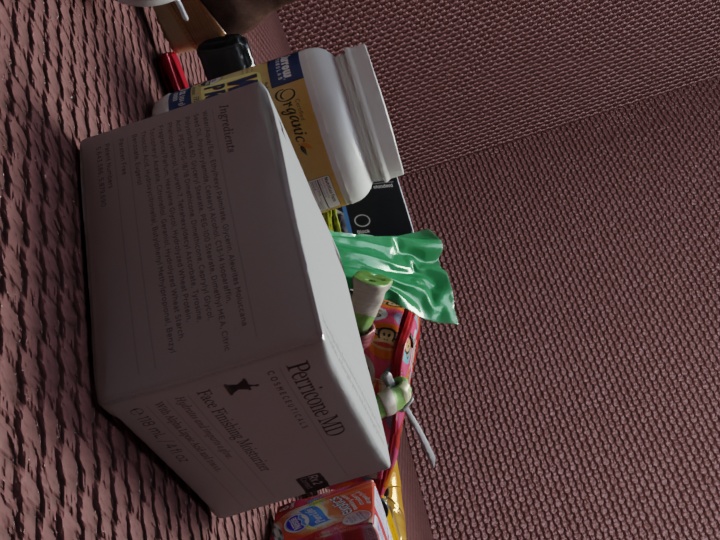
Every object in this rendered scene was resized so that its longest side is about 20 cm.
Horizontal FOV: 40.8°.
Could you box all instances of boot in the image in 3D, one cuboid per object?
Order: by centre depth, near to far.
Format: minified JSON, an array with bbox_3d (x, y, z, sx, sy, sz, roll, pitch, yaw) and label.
[{"bbox_3d":[-0.147,-0.327,0.940,0.072,0.166,0.201,-96,161,-72],"label":"boot"},{"bbox_3d":[0.034,0.367,1.492,0.202,0.070,0.144,-98,177,-52],"label":"boot"}]

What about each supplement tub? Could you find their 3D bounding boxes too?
[{"bbox_3d":[-0.072,-0.115,0.873,0.144,0.199,0.145,-18,90,-87],"label":"supplement tub"}]

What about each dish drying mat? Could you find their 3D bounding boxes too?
[{"bbox_3d":[-0.164,-0.124,0.990,0.077,0.018,0.201,-108,179,-76],"label":"dish drying mat"}]

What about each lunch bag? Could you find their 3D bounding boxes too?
[{"bbox_3d":[0.013,0.131,1.064,0.176,0.082,0.201,-67,166,-71],"label":"lunch bag"}]

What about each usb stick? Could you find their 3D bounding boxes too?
[{"bbox_3d":[-0.111,-0.141,0.977,0.033,0.055,0.201,-64,143,-54],"label":"usb stick"}]

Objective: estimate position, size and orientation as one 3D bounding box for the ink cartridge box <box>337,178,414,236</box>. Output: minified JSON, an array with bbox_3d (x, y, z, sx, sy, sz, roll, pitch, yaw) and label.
[{"bbox_3d":[-0.050,-0.076,1.103,0.043,0.197,0.201,91,-12,-49],"label":"ink cartridge box"}]

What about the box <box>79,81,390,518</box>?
[{"bbox_3d":[-0.079,0.026,0.638,0.199,0.130,0.201,68,6,-56],"label":"box"}]

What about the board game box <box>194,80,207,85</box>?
[{"bbox_3d":[-0.152,-0.140,1.045,0.200,0.019,0.103,-119,-168,-69],"label":"board game box"}]

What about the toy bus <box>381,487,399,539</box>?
[{"bbox_3d":[0.015,0.333,1.113,0.065,0.078,0.201,-78,151,-81],"label":"toy bus"}]

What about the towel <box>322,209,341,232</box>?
[{"bbox_3d":[-0.087,-0.116,1.038,0.200,0.018,0.086,42,-30,38],"label":"towel"}]

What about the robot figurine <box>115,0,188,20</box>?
[{"bbox_3d":[-0.177,-0.284,0.730,0.200,0.112,0.170,68,7,-53],"label":"robot figurine"}]

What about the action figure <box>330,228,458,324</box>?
[{"bbox_3d":[0.000,0.000,0.966,0.055,0.199,0.118,-48,-133,39],"label":"action figure"}]

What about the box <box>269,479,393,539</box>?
[{"bbox_3d":[-0.004,0.296,0.820,0.100,0.095,0.201,-85,158,-80],"label":"box"}]

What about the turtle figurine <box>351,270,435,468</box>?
[{"bbox_3d":[-0.028,0.090,0.906,0.144,0.200,0.195,20,-75,43],"label":"turtle figurine"}]
